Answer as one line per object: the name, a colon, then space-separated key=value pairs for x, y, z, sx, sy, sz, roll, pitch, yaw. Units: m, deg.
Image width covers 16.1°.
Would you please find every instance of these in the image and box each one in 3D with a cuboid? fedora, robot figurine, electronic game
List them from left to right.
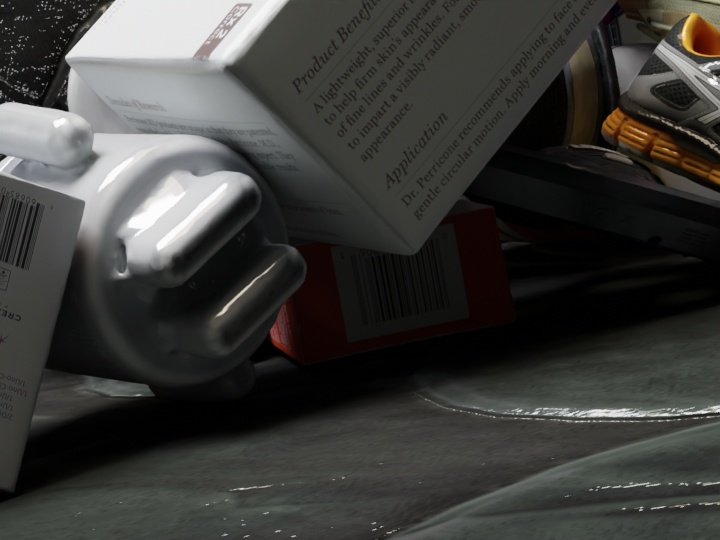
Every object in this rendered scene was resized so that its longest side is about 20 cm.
robot figurine: x=-0.111 y=-0.007 z=1.176 sx=0.113 sy=0.170 sz=0.200 roll=-41 pitch=24 yaw=-27
fedora: x=0.051 y=-0.100 z=1.402 sx=0.091 sy=0.201 sz=0.200 roll=-20 pitch=10 yaw=-30
electronic game: x=0.116 y=-0.040 z=1.259 sx=0.199 sy=0.042 sz=0.200 roll=16 pitch=2 yaw=0

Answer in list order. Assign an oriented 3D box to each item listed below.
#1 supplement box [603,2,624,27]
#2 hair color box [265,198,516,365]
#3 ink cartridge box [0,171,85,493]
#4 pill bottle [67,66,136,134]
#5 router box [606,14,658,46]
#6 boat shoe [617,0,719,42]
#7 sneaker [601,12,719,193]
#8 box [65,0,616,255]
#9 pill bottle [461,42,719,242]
supplement box: x=0.121 y=-0.218 z=1.465 sx=0.101 sy=0.103 sz=0.200 roll=-37 pitch=-18 yaw=-3
hair color box: x=0.000 y=0.000 z=1.325 sx=0.111 sy=0.064 sz=0.200 roll=-12 pitch=8 yaw=-10
ink cartridge box: x=-0.226 y=0.044 z=1.126 sx=0.084 sy=0.176 sz=0.200 roll=22 pitch=-14 yaw=-35
pill bottle: x=-0.078 y=-0.118 z=1.397 sx=0.110 sy=0.111 sz=0.200 roll=-9 pitch=18 yaw=19
router box: x=0.147 y=-0.125 z=1.616 sx=0.199 sy=0.180 sz=0.049 roll=-13 pitch=6 yaw=-6
boat shoe: x=0.201 y=-0.136 z=1.395 sx=0.073 sy=0.063 sz=0.200 roll=-10 pitch=13 yaw=-29
sneaker: x=0.204 y=-0.065 z=1.223 sx=0.200 sy=0.077 sz=0.078 roll=27 pitch=5 yaw=38
box: x=-0.002 y=-0.126 z=1.203 sx=0.199 sy=0.131 sz=0.200 roll=-51 pitch=24 yaw=-14
pill bottle: x=0.141 y=-0.073 z=1.478 sx=0.112 sy=0.113 sz=0.200 roll=-15 pitch=8 yaw=-30
